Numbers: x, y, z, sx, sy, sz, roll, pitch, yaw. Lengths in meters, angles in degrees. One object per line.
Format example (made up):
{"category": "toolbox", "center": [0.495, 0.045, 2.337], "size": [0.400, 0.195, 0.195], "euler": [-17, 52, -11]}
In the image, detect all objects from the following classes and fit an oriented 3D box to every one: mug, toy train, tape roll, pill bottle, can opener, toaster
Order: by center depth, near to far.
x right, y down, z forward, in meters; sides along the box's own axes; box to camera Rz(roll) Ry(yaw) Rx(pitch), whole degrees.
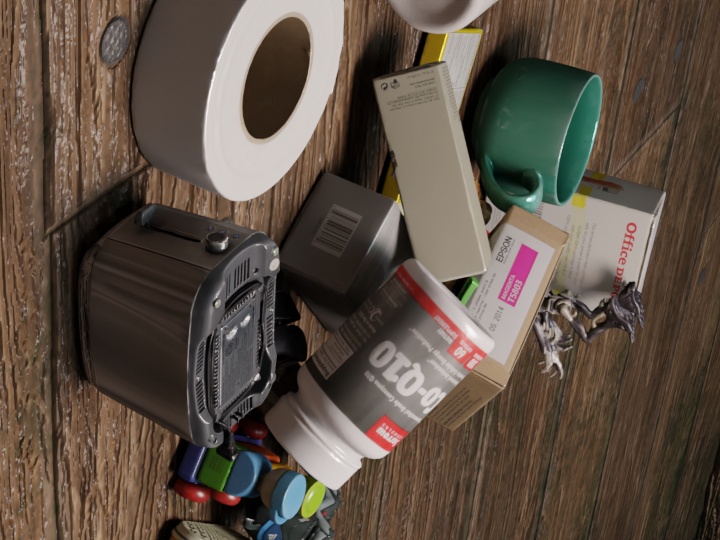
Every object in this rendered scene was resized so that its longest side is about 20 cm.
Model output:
{"category": "toaster", "center": [-0.140, 0.043, 1.335], "size": [0.114, 0.128, 0.201], "euler": [-43, 147, -44]}
{"category": "tape roll", "center": [-0.091, -0.159, 1.340], "size": [0.203, 0.070, 0.204], "euler": [-48, 150, -40]}
{"category": "can opener", "center": [-0.112, 0.068, 1.538], "size": [0.063, 0.079, 0.200], "euler": [-34, 169, 28]}
{"category": "pill bottle", "center": [0.016, 0.097, 1.568], "size": [0.200, 0.114, 0.114], "euler": [-45, 158, 5]}
{"category": "pill bottle", "center": [0.108, -0.308, 1.600], "size": [0.200, 0.114, 0.115], "euler": [-43, 147, -46]}
{"category": "toy train", "center": [-0.082, 0.195, 1.626], "size": [0.085, 0.115, 0.200], "euler": [-67, 158, -1]}
{"category": "mug", "center": [0.185, -0.155, 1.901], "size": [0.185, 0.114, 0.153], "euler": [-30, 134, -64]}

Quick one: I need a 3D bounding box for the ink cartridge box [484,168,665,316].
{"category": "ink cartridge box", "center": [0.245, -0.042, 2.032], "size": [0.083, 0.198, 0.146], "euler": [-50, 154, -58]}

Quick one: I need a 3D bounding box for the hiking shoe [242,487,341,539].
{"category": "hiking shoe", "center": [-0.071, 0.236, 1.726], "size": [0.075, 0.086, 0.200], "euler": [-52, -174, 5]}

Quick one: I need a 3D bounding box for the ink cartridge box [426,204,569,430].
{"category": "ink cartridge box", "center": [0.132, 0.052, 1.848], "size": [0.201, 0.075, 0.165], "euler": [-63, -176, -27]}

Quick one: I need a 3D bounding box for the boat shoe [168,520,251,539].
{"category": "boat shoe", "center": [-0.131, 0.286, 1.661], "size": [0.063, 0.074, 0.200], "euler": [-61, 153, -1]}

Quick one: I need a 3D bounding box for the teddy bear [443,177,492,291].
{"category": "teddy bear", "center": [0.091, -0.013, 1.879], "size": [0.145, 0.066, 0.202], "euler": [22, 90, -79]}

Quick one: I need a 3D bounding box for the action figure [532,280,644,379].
{"category": "action figure", "center": [0.221, 0.065, 1.981], "size": [0.119, 0.198, 0.103], "euler": [-57, 138, -58]}

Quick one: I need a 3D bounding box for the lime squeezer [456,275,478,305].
{"category": "lime squeezer", "center": [0.050, 0.077, 1.680], "size": [0.199, 0.038, 0.070], "euler": [-32, 153, 22]}

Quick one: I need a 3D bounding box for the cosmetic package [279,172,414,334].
{"category": "cosmetic package", "center": [0.000, 0.000, 1.679], "size": [0.107, 0.090, 0.200], "euler": [-61, 160, -15]}

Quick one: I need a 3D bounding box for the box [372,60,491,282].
{"category": "box", "center": [0.069, -0.093, 1.634], "size": [0.082, 0.068, 0.202], "euler": [-42, 120, -78]}

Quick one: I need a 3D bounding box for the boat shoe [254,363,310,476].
{"category": "boat shoe", "center": [-0.054, 0.148, 1.694], "size": [0.065, 0.072, 0.200], "euler": [-40, 147, -7]}

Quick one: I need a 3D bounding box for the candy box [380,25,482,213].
{"category": "candy box", "center": [0.071, -0.155, 1.771], "size": [0.102, 0.026, 0.202], "euler": [-18, 127, -67]}
